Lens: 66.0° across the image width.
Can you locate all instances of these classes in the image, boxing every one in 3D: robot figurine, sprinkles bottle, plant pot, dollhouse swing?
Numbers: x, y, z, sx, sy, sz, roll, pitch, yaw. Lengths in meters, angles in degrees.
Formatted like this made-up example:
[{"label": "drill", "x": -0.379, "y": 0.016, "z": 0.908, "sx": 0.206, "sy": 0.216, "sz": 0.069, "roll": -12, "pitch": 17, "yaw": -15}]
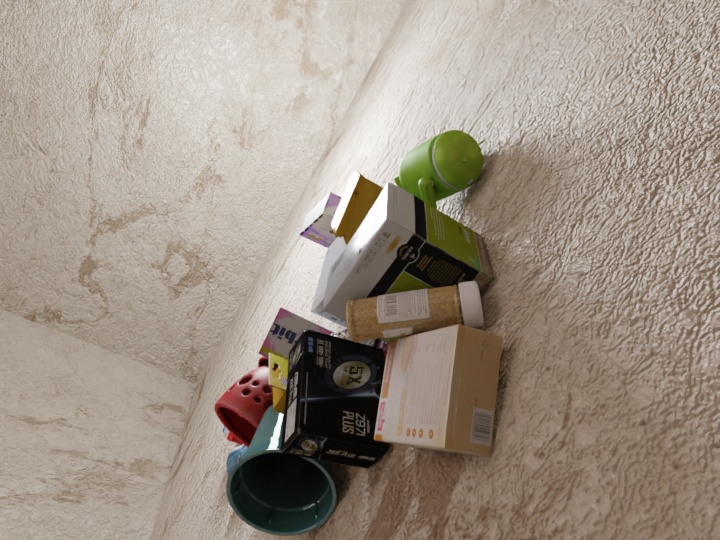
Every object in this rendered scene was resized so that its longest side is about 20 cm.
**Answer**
[{"label": "robot figurine", "x": 0.154, "y": -0.201, "z": 1.084, "sx": 0.200, "sy": 0.116, "sz": 0.176, "roll": -19, "pitch": 27, "yaw": 54}, {"label": "sprinkles bottle", "x": 0.080, "y": 0.062, "z": 0.832, "sx": 0.068, "sy": 0.198, "sz": 0.069, "roll": -8, "pitch": -90, "yaw": -79}, {"label": "plant pot", "x": -0.211, "y": 0.318, "z": 1.309, "sx": 0.183, "sy": 0.200, "sz": 0.200, "roll": -47, "pitch": 5, "yaw": -34}, {"label": "dollhouse swing", "x": 0.037, "y": -0.095, "z": 1.164, "sx": 0.183, "sy": 0.199, "sz": 0.176, "roll": -67, "pitch": 18, "yaw": -9}, {"label": "plant pot", "x": -0.137, "y": 0.365, "z": 1.082, "sx": 0.201, "sy": 0.199, "sz": 0.196, "roll": -58, "pitch": 9, "yaw": 20}]

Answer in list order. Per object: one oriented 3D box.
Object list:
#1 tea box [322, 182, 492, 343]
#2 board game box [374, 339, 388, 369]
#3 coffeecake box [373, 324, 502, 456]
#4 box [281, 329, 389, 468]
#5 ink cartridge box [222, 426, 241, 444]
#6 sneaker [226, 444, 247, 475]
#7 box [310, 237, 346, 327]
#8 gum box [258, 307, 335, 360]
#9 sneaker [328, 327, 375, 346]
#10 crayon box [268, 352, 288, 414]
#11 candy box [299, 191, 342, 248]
[{"label": "tea box", "x": 0.074, "y": 0.003, "z": 0.914, "sx": 0.200, "sy": 0.196, "sz": 0.134, "roll": -53, "pitch": 16, "yaw": 30}, {"label": "board game box", "x": 0.034, "y": 0.150, "z": 1.126, "sx": 0.200, "sy": 0.032, "sz": 0.121, "roll": -25, "pitch": 47, "yaw": 65}, {"label": "coffeecake box", "x": 0.102, "y": 0.169, "z": 0.776, "sx": 0.200, "sy": 0.073, "sz": 0.155, "roll": -28, "pitch": 49, "yaw": 63}, {"label": "box", "x": -0.043, "y": 0.223, "z": 0.969, "sx": 0.086, "sy": 0.163, "sz": 0.201, "roll": -54, "pitch": 26, "yaw": 41}, {"label": "ink cartridge box", "x": -0.396, "y": 0.506, "z": 1.840, "sx": 0.117, "sy": 0.067, "sz": 0.200, "roll": -69, "pitch": 17, "yaw": -12}, {"label": "sneaker", "x": -0.331, "y": 0.545, "z": 1.573, "sx": 0.200, "sy": 0.078, "sz": 0.090, "roll": -53, "pitch": 23, "yaw": 33}, {"label": "box", "x": 0.000, "y": 0.000, "z": 1.263, "sx": 0.199, "sy": 0.130, "sz": 0.201, "roll": -45, "pitch": 25, "yaw": 49}, {"label": "gum box", "x": -0.113, "y": 0.177, "z": 1.249, "sx": 0.066, "sy": 0.199, "sz": 0.114, "roll": 107, "pitch": -172, "yaw": -84}, {"label": "sneaker", "x": -0.038, "y": 0.152, "z": 1.133, "sx": 0.200, "sy": 0.092, "sz": 0.076, "roll": -56, "pitch": 20, "yaw": 29}, {"label": "crayon box", "x": -0.103, "y": 0.247, "z": 1.093, "sx": 0.051, "sy": 0.199, "sz": 0.127, "roll": -57, "pitch": 18, "yaw": 12}, {"label": "candy box", "x": -0.057, "y": -0.122, "z": 1.545, "sx": 0.200, "sy": 0.167, "sz": 0.072, "roll": -29, "pitch": 40, "yaw": 62}]
